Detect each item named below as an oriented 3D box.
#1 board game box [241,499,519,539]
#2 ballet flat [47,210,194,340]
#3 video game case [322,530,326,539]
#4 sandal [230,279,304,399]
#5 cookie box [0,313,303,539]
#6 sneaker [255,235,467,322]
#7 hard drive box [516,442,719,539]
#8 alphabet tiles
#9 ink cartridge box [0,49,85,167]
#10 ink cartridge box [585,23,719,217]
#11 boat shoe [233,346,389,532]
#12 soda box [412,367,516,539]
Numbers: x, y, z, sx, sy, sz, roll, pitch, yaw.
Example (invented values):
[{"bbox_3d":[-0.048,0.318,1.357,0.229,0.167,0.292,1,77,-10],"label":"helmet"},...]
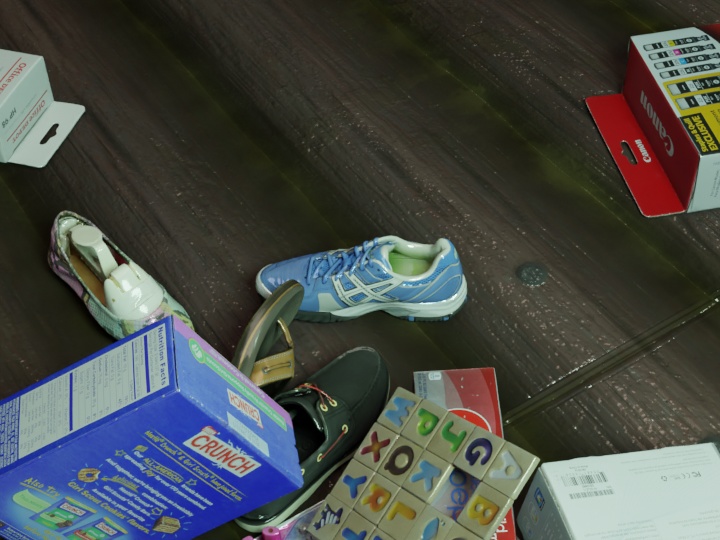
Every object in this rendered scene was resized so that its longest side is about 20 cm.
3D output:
[{"bbox_3d":[0.033,0.240,0.928,0.200,0.026,0.200,-26,51,-20],"label":"board game box"},{"bbox_3d":[-0.233,0.008,1.124,0.069,0.071,0.200,-34,55,-27],"label":"ballet flat"},{"bbox_3d":[0.066,0.260,0.878,0.142,0.019,0.200,-13,46,-10],"label":"video game case"},{"bbox_3d":[-0.090,0.095,1.036,0.054,0.082,0.200,25,49,3],"label":"sandal"},{"bbox_3d":[-0.171,0.139,0.886,0.200,0.171,0.075,-26,48,14],"label":"cookie box"},{"bbox_3d":[0.000,0.000,1.120,0.199,0.077,0.076,-3,48,1],"label":"sneaker"},{"bbox_3d":[0.225,0.234,0.874,0.155,0.077,0.200,-4,45,-17],"label":"hard drive box"},{"bbox_3d":[0.022,0.192,0.866,0.200,0.008,0.167,-56,35,-9],"label":"alphabet tiles"},{"bbox_3d":[-0.420,-0.188,1.317,0.199,0.067,0.116,11,47,12],"label":"ink cartridge box"},{"bbox_3d":[0.351,-0.161,1.254,0.175,0.084,0.200,-10,48,-7],"label":"ink cartridge box"},{"bbox_3d":[-0.040,0.130,1.011,0.074,0.063,0.201,25,51,27],"label":"boat shoe"},{"bbox_3d":[0.078,0.171,0.907,0.070,0.064,0.200,-2,47,1],"label":"soda box"}]
